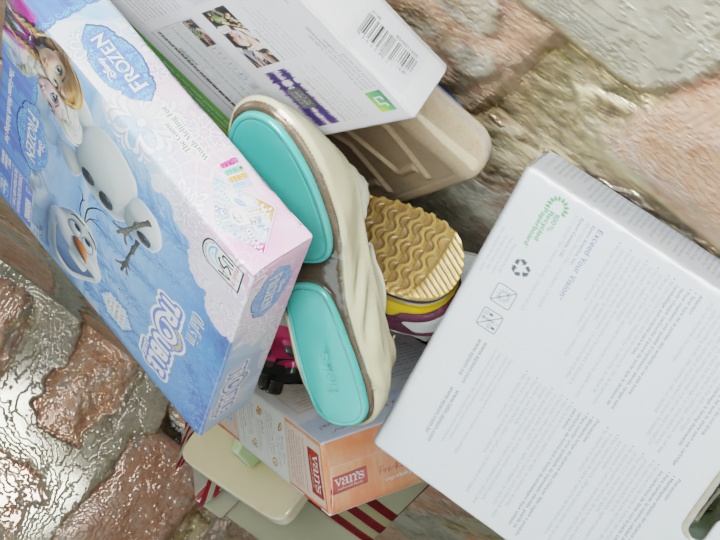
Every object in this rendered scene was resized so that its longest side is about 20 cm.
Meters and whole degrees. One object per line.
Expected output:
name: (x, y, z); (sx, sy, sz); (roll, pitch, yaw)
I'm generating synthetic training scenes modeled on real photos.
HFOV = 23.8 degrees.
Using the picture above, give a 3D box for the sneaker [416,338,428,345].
sneaker: (0.064, 0.080, 1.255); (0.200, 0.075, 0.079); (173, 84, -74)

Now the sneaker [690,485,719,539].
sneaker: (0.197, 0.137, 1.174); (0.200, 0.067, 0.090); (35, 174, 22)

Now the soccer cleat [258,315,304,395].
soccer cleat: (-0.055, 0.025, 1.063); (0.069, 0.087, 0.200); (0, 169, 6)

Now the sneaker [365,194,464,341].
sneaker: (-0.035, -0.020, 0.990); (0.199, 0.075, 0.090); (31, 154, 12)

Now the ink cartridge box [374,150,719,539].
ink cartridge box: (0.130, 0.071, 0.896); (0.199, 0.200, 0.041); (36, -149, 12)

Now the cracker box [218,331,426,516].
cracker box: (-0.014, 0.090, 1.192); (0.200, 0.133, 0.058); (29, 129, 56)

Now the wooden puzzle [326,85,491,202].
wooden puzzle: (-0.026, -0.110, 0.949); (0.185, 0.046, 0.200); (38, 163, -10)

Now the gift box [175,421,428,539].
gift box: (-0.064, 0.164, 1.581); (0.186, 0.200, 0.185); (40, -170, -22)

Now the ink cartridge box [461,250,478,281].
ink cartridge box: (0.000, 0.000, 1.137); (0.172, 0.044, 0.200); (14, 175, -19)

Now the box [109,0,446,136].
box: (-0.064, -0.125, 0.848); (0.144, 0.036, 0.199); (44, 157, -23)

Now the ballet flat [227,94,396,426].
ballet flat: (-0.019, -0.012, 0.888); (0.069, 0.069, 0.201); (24, 137, 44)

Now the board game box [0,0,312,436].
board game box: (-0.119, -0.033, 0.908); (0.199, 0.043, 0.200); (48, 152, 14)

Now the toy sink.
toy sink: (-0.070, 0.081, 1.398); (0.130, 0.201, 0.112); (28, 166, 36)
